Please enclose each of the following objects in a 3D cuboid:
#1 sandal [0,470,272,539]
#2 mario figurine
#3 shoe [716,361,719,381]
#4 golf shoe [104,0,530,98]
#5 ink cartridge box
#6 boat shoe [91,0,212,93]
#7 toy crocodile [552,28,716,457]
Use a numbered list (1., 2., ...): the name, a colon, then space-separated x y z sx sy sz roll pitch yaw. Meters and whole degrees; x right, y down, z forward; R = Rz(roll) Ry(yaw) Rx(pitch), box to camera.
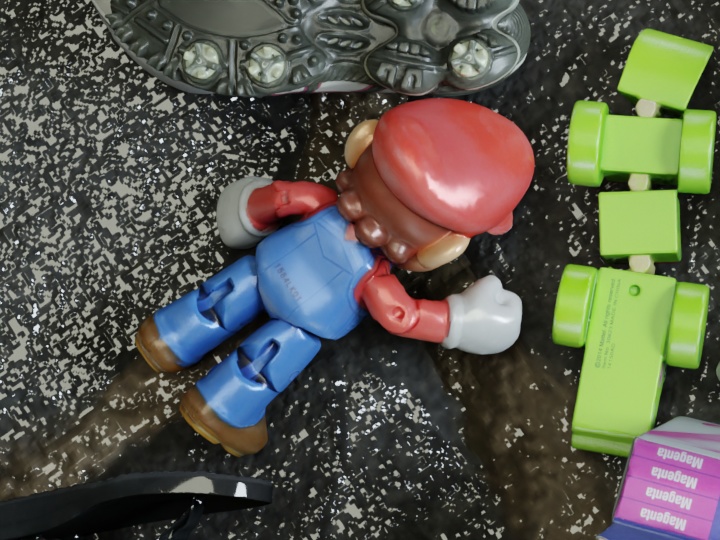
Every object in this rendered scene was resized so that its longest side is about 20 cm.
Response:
1. sandal: -0.130 0.126 1.005 0.200 0.075 0.045 -13 72 17
2. mario figurine: 0.000 0.000 1.019 0.200 0.106 0.123 -38 109 12
3. shoe: 0.238 0.055 0.913 0.071 0.200 0.091 -44 104 -29
4. golf shoe: -0.019 -0.111 1.026 0.200 0.088 0.077 9 88 11
5. ink cartridge box: 0.206 0.103 0.872 0.196 0.200 0.043 14 93 14
6. boat shoe: -0.118 -0.176 1.076 0.072 0.066 0.200 -30 73 3
7. toy crocodile: 0.127 -0.014 0.995 0.067 0.062 0.200 4 82 12
